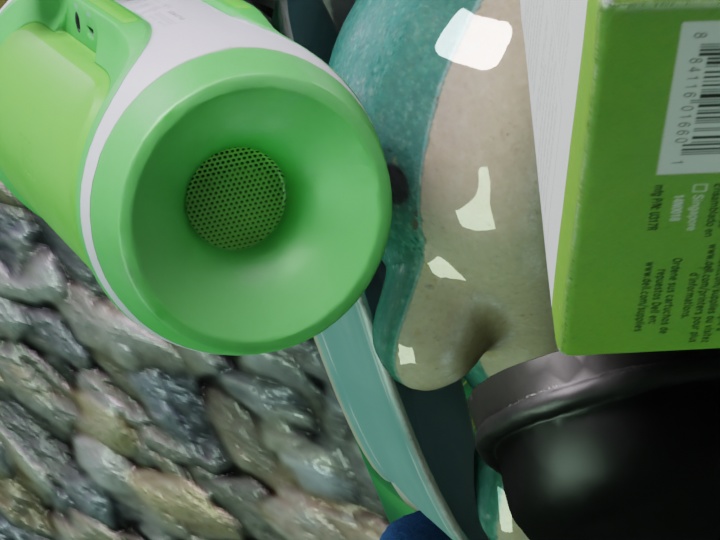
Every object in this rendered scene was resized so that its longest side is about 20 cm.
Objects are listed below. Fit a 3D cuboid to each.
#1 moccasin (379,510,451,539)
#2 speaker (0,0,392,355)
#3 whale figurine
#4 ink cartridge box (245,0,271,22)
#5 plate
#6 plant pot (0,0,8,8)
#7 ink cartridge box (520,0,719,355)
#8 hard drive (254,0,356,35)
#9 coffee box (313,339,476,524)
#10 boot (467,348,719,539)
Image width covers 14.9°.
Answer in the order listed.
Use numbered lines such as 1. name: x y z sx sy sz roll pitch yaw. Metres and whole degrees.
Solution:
1. moccasin: 0.103 0.128 0.988 0.199 0.080 0.068 7 113 17
2. speaker: -0.056 -0.037 0.781 0.089 0.088 0.200 59 172 -21
3. whale figurine: 0.046 -0.016 0.817 0.104 0.159 0.201 22 134 31
4. ink cartridge box: -0.087 -0.068 1.049 0.109 0.050 0.200 39 164 12
5. plate: 0.000 0.000 0.886 0.200 0.025 0.201 -19 -90 -83
6. plant pot: -0.111 -0.067 0.973 0.200 0.027 0.200 38 162 15
7. ink cartridge box: 0.078 -0.102 0.651 0.075 0.201 0.148 -2 149 -1
8. hard drive: 0.009 -0.124 0.898 0.200 0.027 0.132 26 144 32
9. coffee box: 0.057 0.075 1.057 0.123 0.044 0.200 13 136 42
10. boot: 0.103 0.112 0.752 0.211 0.079 0.158 44 -151 -60
